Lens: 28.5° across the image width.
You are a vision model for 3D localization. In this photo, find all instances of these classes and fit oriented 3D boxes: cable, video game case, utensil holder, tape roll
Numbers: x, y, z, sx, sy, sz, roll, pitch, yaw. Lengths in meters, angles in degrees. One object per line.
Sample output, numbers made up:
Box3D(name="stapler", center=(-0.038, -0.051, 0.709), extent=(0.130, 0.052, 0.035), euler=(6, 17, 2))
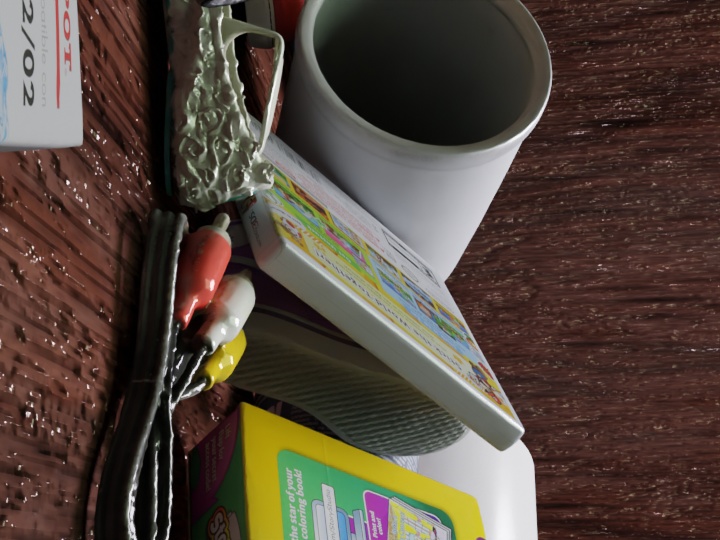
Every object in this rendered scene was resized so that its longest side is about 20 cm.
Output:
Box3D(name="cable", center=(-0.081, 0.045, 0.640), extent=(0.201, 0.050, 0.098), euler=(-86, 172, -56))
Box3D(name="video game case", center=(0.000, 0.000, 0.824), extent=(0.200, 0.023, 0.182), euler=(39, 14, -30))
Box3D(name="utensil holder", center=(0.021, -0.090, 0.977), extent=(0.200, 0.169, 0.171), euler=(113, -18, -55))
Box3D(name="tape roll", center=(0.038, 0.215, 1.101), extent=(0.203, 0.201, 0.140), euler=(82, 8, -50))

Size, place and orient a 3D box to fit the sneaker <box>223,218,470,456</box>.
Box3D(name="sneaker", center=(-0.011, 0.032, 0.850), extent=(0.200, 0.073, 0.115), euler=(31, 37, -34))

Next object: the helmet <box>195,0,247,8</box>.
Box3D(name="helmet", center=(-0.029, -0.219, 0.570), extent=(0.200, 0.199, 0.192), euler=(-63, 136, -80))

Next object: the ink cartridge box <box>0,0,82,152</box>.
Box3D(name="ink cartridge box", center=(-0.107, -0.082, 0.292), extent=(0.200, 0.067, 0.116), euler=(-44, 132, -84))

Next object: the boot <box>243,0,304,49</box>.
Box3D(name="boot", center=(-0.009, -0.206, 1.018), extent=(0.200, 0.143, 0.073), euler=(-75, 164, -69))

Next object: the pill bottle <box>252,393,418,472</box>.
Box3D(name="pill bottle", center=(-0.021, 0.143, 0.913), extent=(0.201, 0.119, 0.120), euler=(-84, 171, -56))

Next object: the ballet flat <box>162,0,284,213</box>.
Box3D(name="ballet flat", center=(-0.072, -0.132, 0.732), extent=(0.072, 0.071, 0.202), euler=(-45, 133, -83))

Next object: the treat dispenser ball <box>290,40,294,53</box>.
Box3D(name="treat dispenser ball", center=(0.039, -0.210, 1.231), extent=(0.201, 0.199, 0.203), euler=(-2, 90, -85))

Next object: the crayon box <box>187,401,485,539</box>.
Box3D(name="crayon box", center=(-0.003, 0.187, 0.730), extent=(0.058, 0.172, 0.201), euler=(-44, -144, 32))
